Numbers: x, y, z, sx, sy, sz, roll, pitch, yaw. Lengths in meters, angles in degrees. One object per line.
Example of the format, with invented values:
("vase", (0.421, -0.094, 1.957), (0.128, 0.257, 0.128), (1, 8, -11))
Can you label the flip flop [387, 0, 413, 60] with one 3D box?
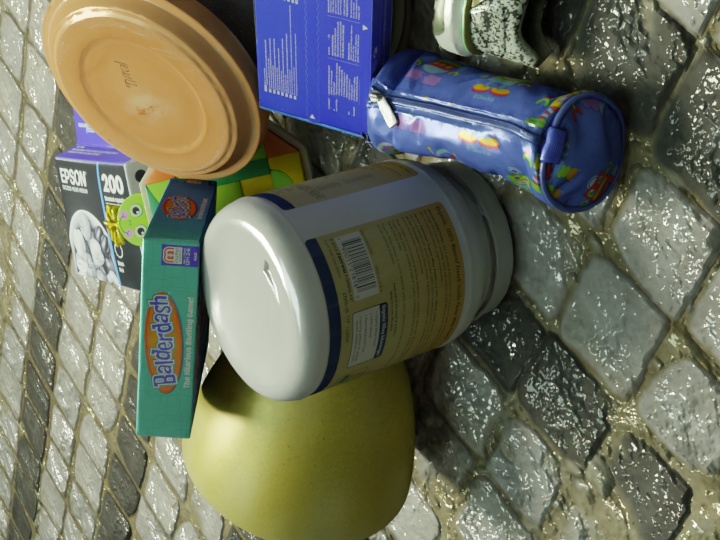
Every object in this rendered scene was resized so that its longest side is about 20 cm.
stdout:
("flip flop", (-0.013, -0.246, 0.926), (0.081, 0.057, 0.203), (-3, 102, 54))

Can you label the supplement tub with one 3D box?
("supplement tub", (0.000, 0.000, 0.890), (0.144, 0.198, 0.146), (28, 126, 47))

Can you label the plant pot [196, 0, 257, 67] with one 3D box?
("plant pot", (-0.114, -0.232, 0.994), (0.186, 0.186, 0.202), (2, 122, 54))

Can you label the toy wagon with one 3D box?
("toy wagon", (-0.135, -0.056, 1.087), (0.040, 0.197, 0.158), (-64, -39, -81))

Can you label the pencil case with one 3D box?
("pencil case", (0.083, -0.100, 0.833), (0.199, 0.086, 0.079), (24, 107, 46))

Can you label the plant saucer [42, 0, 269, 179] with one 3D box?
("plant saucer", (-0.168, -0.147, 0.975), (0.198, 0.033, 0.202), (18, 143, 14))

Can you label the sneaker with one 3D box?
("sneaker", (0.109, -0.218, 0.773), (0.088, 0.077, 0.202), (30, 134, 28))

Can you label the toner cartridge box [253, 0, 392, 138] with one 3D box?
("toner cartridge box", (-0.027, -0.193, 0.866), (0.094, 0.043, 0.202), (19, 139, 15))

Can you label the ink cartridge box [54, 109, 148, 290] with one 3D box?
("ink cartridge box", (-0.286, -0.085, 1.391), (0.197, 0.043, 0.203), (10, 111, 53))

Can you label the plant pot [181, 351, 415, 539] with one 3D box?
("plant pot", (-0.037, 0.099, 0.992), (0.200, 0.198, 0.143), (45, 133, 34))

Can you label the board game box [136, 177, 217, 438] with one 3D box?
("board game box", (-0.145, 0.022, 0.977), (0.200, 0.044, 0.154), (-102, 17, -74))
